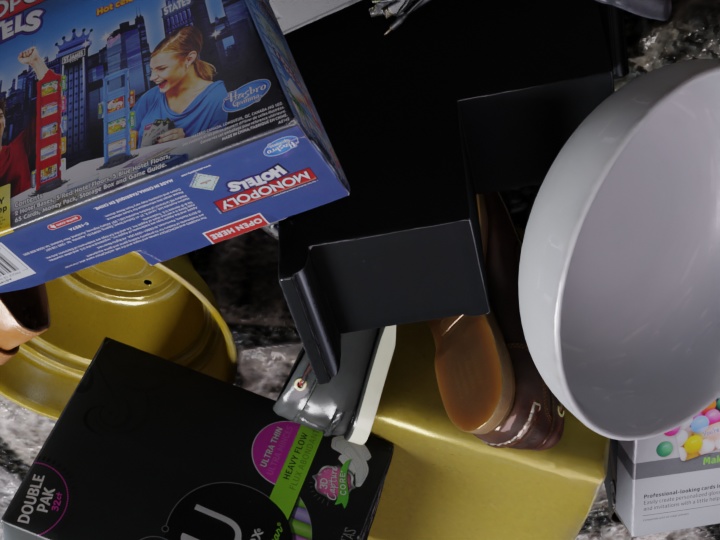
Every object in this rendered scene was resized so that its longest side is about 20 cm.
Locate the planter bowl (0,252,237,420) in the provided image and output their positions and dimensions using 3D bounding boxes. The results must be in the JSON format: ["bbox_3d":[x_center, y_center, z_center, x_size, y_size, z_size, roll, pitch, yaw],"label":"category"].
[{"bbox_3d":[-0.171,0.014,0.909,0.197,0.084,0.202,5,138,5],"label":"planter bowl"}]

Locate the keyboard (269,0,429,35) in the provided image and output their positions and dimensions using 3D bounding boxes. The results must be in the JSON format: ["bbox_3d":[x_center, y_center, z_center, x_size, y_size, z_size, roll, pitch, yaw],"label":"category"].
[{"bbox_3d":[0.017,-0.184,0.738,0.198,0.040,0.105,-19,115,22],"label":"keyboard"}]

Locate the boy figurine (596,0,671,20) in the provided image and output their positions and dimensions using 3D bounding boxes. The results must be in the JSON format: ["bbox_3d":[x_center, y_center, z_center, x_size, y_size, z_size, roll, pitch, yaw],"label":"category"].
[{"bbox_3d":[0.156,-0.216,0.629,0.064,0.125,0.202,9,122,-25],"label":"boy figurine"}]

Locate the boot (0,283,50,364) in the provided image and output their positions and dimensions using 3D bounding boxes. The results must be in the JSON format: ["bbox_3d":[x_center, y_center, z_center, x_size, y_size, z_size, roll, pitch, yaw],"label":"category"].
[{"bbox_3d":[-0.265,-0.024,0.805,0.154,0.074,0.202,-24,99,36],"label":"boot"}]

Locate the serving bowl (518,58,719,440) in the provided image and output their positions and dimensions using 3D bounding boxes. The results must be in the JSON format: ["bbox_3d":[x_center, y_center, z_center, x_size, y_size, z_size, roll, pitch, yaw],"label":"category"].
[{"bbox_3d":[0.151,-0.017,0.724,0.198,0.066,0.203,-19,123,-33],"label":"serving bowl"}]

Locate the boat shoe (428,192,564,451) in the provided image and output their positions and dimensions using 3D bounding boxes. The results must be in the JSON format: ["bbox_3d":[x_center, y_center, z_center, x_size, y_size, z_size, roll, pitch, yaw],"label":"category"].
[{"bbox_3d":[0.077,0.018,0.852,0.070,0.202,0.070,18,141,-35],"label":"boat shoe"}]

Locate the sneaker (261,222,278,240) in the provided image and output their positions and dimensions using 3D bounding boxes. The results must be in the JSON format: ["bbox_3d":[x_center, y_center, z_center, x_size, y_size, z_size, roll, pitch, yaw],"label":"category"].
[{"bbox_3d":[-0.065,-0.053,0.844,0.074,0.083,0.200,-24,137,24],"label":"sneaker"}]

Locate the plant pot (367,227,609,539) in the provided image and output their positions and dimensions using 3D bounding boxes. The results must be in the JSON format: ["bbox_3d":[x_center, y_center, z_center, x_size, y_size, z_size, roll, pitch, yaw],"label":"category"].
[{"bbox_3d":[0.055,0.086,0.950,0.197,0.196,0.197,14,141,0],"label":"plant pot"}]

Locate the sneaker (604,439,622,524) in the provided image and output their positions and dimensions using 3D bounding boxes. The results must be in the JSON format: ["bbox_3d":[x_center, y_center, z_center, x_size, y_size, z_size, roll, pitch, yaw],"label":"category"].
[{"bbox_3d":[0.241,0.106,1.043,0.074,0.107,0.201,10,139,-16],"label":"sneaker"}]

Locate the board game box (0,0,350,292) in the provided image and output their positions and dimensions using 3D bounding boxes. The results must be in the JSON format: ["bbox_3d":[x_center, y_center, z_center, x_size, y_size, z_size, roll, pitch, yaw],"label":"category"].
[{"bbox_3d":[-0.114,-0.101,0.669,0.198,0.202,0.062,-18,146,16],"label":"board game box"}]

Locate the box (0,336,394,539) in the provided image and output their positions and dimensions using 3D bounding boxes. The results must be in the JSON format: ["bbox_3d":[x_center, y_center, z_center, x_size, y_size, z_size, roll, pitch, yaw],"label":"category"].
[{"bbox_3d":[-0.100,0.162,0.861,0.198,0.149,0.125,20,139,6],"label":"box"}]

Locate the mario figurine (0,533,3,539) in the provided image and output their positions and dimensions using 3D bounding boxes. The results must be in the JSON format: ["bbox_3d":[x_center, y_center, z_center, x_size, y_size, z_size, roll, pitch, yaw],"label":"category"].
[{"bbox_3d":[-0.186,0.162,1.009,0.123,0.202,0.106,-27,135,28],"label":"mario figurine"}]

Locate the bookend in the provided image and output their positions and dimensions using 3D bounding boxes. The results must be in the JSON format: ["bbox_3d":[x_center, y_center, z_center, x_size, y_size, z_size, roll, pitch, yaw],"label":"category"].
[{"bbox_3d":[0.059,-0.060,0.749,0.197,0.201,0.093,-10,140,7],"label":"bookend"}]

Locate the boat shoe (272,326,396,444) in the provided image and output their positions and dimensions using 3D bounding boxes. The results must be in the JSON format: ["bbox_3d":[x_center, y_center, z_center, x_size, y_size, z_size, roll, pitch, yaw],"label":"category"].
[{"bbox_3d":[0.000,-0.001,0.837,0.062,0.204,0.074,18,166,-5],"label":"boat shoe"}]

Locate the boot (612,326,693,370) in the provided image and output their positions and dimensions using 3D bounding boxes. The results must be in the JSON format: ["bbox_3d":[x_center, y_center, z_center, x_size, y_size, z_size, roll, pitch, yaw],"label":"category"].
[{"bbox_3d":[0.179,0.004,0.864,0.198,0.145,0.073,-12,153,-34],"label":"boot"}]

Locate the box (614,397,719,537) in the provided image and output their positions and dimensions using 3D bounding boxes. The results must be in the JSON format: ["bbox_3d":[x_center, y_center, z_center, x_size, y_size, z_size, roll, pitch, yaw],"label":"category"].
[{"bbox_3d":[0.260,0.083,0.984,0.154,0.041,0.203,-6,112,-10],"label":"box"}]
